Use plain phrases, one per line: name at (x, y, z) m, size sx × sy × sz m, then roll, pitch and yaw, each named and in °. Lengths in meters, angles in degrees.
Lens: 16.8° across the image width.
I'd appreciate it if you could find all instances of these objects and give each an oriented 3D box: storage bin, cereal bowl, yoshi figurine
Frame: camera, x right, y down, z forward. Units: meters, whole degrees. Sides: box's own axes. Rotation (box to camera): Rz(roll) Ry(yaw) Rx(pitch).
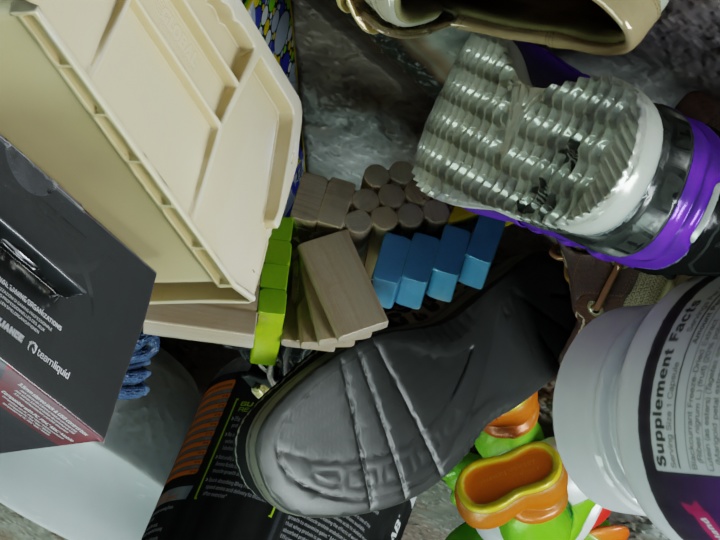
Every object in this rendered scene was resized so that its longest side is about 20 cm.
storage bin at (-0.149, -0.070, 0.904) m, size 0.199 × 0.094 × 0.199 m, roll -1°, pitch 148°, yaw 24°
cereal bowl at (-0.148, 0.083, 1.341) m, size 0.199 × 0.084 × 0.200 m, roll 23°, pitch 155°, yaw 11°
yoshi figurine at (0.072, 0.136, 1.265) m, size 0.112 × 0.113 × 0.200 m, roll 25°, pitch 158°, yaw 29°

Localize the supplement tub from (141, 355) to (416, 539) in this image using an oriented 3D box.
supplement tub at (-0.041, 0.127, 1.221) m, size 0.122 × 0.201 × 0.123 m, roll 18°, pitch 153°, yaw 10°

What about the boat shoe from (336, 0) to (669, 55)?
boat shoe at (0.021, -0.121, 0.888) m, size 0.199 × 0.067 × 0.074 m, roll 9°, pitch 148°, yaw 25°

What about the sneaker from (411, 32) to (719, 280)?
sneaker at (0.091, -0.035, 0.920) m, size 0.099 × 0.070 × 0.200 m, roll 23°, pitch -174°, yaw -22°

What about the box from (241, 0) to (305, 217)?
box at (-0.066, -0.065, 1.045) m, size 0.064 × 0.070 × 0.200 m, roll 15°, pitch 151°, yaw 12°

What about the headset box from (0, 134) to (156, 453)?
headset box at (-0.184, 0.002, 0.871) m, size 0.199 × 0.078 × 0.149 m, roll -8°, pitch 144°, yaw 36°

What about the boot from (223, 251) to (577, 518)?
boot at (-0.014, 0.050, 1.096) m, size 0.153 × 0.203 × 0.074 m, roll -2°, pitch 111°, yaw 46°

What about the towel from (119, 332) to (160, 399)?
towel at (-0.188, -0.008, 1.145) m, size 0.200 × 0.049 × 0.111 m, roll 38°, pitch -173°, yaw 35°

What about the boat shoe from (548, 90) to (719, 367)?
boat shoe at (0.118, -0.010, 1.018) m, size 0.072 × 0.072 × 0.200 m, roll 43°, pitch 153°, yaw 7°

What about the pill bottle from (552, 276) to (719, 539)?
pill bottle at (0.164, 0.054, 0.888) m, size 0.111 × 0.112 × 0.199 m, roll 40°, pitch 158°, yaw -29°

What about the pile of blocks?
pile of blocks at (0.000, 0.000, 1.023) m, size 0.199 × 0.083 × 0.062 m, roll -15°, pitch 154°, yaw -14°
